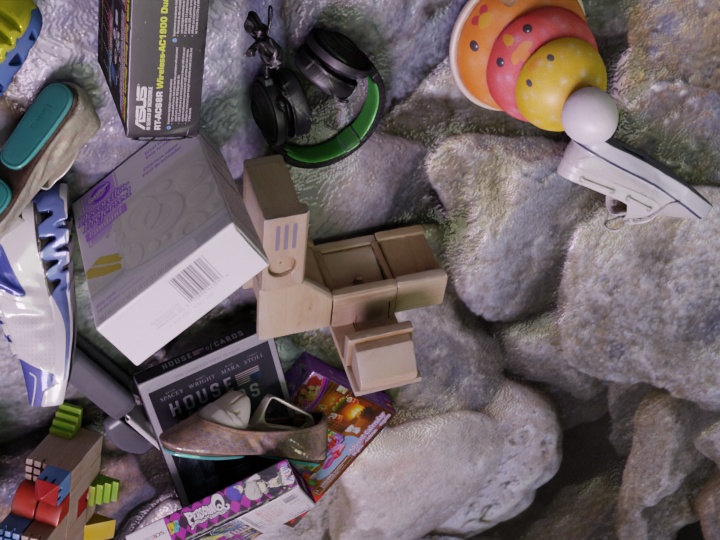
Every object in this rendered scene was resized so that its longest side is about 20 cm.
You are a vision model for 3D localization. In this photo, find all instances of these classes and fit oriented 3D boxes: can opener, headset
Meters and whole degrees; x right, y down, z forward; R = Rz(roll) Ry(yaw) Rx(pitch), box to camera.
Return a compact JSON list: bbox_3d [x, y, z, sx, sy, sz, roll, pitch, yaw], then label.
[{"bbox_3d":[-0.263,0.133,1.128,0.066,0.053,0.201,-32,129,3],"label":"can opener"},{"bbox_3d":[-0.045,-0.161,0.985,0.123,0.094,0.200,-38,140,5],"label":"headset"}]

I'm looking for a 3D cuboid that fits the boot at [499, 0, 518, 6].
[{"bbox_3d":[0.125,-0.347,0.946,0.143,0.071,0.202,29,97,-22],"label":"boot"}]

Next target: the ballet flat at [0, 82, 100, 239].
[{"bbox_3d":[-0.295,-0.072,0.934,0.200,0.067,0.062,-49,152,-9],"label":"ballet flat"}]

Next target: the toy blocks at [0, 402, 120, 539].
[{"bbox_3d":[-0.322,0.259,1.118,0.099,0.137,0.202,15,113,7],"label":"toy blocks"}]

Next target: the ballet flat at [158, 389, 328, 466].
[{"bbox_3d":[-0.115,0.159,1.126,0.198,0.068,0.068,11,96,-40],"label":"ballet flat"}]

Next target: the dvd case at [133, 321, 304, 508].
[{"bbox_3d":[-0.143,0.162,1.160,0.149,0.025,0.202,-23,127,-15],"label":"dvd case"}]

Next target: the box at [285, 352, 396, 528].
[{"bbox_3d":[-0.071,0.201,1.265,0.136,0.039,0.200,30,108,-35],"label":"box"}]

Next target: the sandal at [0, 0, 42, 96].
[{"bbox_3d":[-0.331,-0.146,0.899,0.200,0.080,0.087,-46,158,7],"label":"sandal"}]

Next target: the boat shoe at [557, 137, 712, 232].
[{"bbox_3d":[0.295,-0.083,1.196,0.200,0.075,0.087,21,113,-30],"label":"boat shoe"}]

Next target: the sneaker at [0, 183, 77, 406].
[{"bbox_3d":[-0.321,0.020,0.999,0.114,0.081,0.202,-1,101,-10],"label":"sneaker"}]

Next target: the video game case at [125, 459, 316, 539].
[{"bbox_3d":[-0.141,0.268,1.169,0.180,0.036,0.200,-25,163,-4],"label":"video game case"}]

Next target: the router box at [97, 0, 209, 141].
[{"bbox_3d":[-0.164,-0.225,0.853,0.061,0.150,0.202,-4,125,-21],"label":"router box"}]

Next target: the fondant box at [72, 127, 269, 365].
[{"bbox_3d":[-0.172,-0.033,0.953,0.144,0.201,0.058,-37,128,6],"label":"fondant box"}]

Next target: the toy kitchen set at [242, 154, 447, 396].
[{"bbox_3d":[0.000,0.000,1.047,0.197,0.164,0.182,-11,141,-16],"label":"toy kitchen set"}]

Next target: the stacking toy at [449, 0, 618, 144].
[{"bbox_3d":[0.180,-0.179,0.998,0.144,0.201,0.148,-11,127,-15],"label":"stacking toy"}]
